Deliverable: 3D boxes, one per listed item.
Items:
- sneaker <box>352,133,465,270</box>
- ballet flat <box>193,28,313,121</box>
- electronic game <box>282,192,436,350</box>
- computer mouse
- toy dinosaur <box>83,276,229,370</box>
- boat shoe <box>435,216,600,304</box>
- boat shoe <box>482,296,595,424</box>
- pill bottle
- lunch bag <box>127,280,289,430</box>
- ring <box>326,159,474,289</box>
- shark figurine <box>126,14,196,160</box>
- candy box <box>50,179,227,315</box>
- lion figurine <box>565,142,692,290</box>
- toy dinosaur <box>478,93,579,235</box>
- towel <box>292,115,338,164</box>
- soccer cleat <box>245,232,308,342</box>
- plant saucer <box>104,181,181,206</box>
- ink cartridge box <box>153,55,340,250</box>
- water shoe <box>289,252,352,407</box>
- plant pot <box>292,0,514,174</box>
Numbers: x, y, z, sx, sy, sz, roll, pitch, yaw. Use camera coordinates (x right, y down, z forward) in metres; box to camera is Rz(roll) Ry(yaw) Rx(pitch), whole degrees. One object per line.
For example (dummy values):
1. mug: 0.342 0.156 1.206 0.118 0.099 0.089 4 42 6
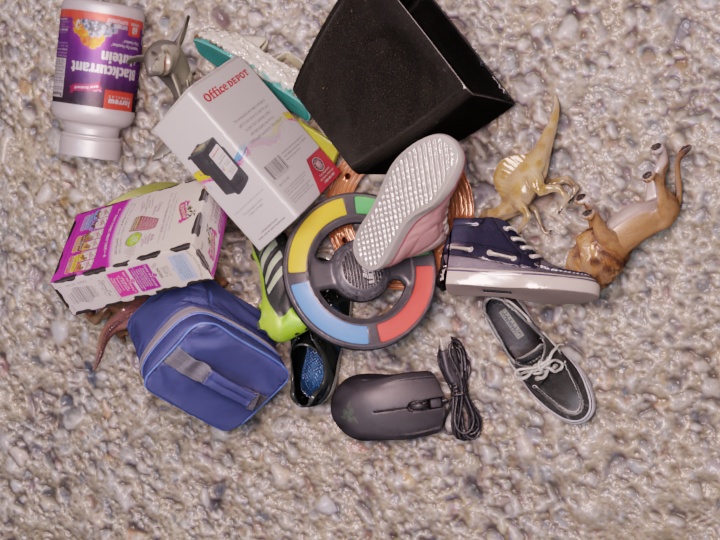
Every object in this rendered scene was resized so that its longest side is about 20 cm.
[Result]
1. sneaker: 0.076 -0.084 1.317 0.076 0.104 0.201 51 127 22
2. ballet flat: -0.123 -0.266 1.452 0.199 0.072 0.072 33 101 7
3. electronic game: 0.000 0.000 1.385 0.197 0.042 0.203 3 75 -12
4. computer mouse: 0.050 0.170 1.440 0.197 0.053 0.141 -12 92 15
5. toy dinosaur: -0.284 0.044 1.467 0.135 0.200 0.086 -2 126 51
6. boat shoe: 0.192 -0.016 1.344 0.197 0.075 0.094 5 74 10
7. boat shoe: 0.221 0.109 1.383 0.073 0.068 0.201 -33 86 14
8. pill bottle: -0.351 -0.252 1.478 0.110 0.111 0.203 9 97 13
9. lunch bag: -0.189 0.114 1.420 0.136 0.199 0.133 -44 40 14
10. ring: 0.050 -0.076 1.438 0.197 0.019 0.204 1 94 13
11. shark figurine: -0.260 -0.246 1.448 0.088 0.215 0.130 5 62 5
12. candy box: -0.269 -0.031 1.371 0.197 0.137 0.061 -14 129 17
13. lion figurine: 0.328 -0.058 1.340 0.198 0.073 0.123 -30 121 8
14. toy dinosaur: 0.217 -0.113 1.373 0.101 0.058 0.201 34 102 11
15. towel: -0.121 -0.181 1.464 0.199 0.018 0.087 32 126 9
16. soccer cleat: -0.099 -0.006 1.435 0.080 0.067 0.203 -17 66 18
17. plant saucer: -0.296 -0.037 1.465 0.197 0.201 0.031 -16 131 15
18. ink cartridge box: -0.138 -0.149 1.384 0.200 0.146 0.083 49 125 -6
19. water shoe: -0.053 0.079 1.445 0.070 0.079 0.203 4 95 14
20. plant pot: 0.041 -0.223 1.338 0.177 0.199 0.201 -42 79 21
